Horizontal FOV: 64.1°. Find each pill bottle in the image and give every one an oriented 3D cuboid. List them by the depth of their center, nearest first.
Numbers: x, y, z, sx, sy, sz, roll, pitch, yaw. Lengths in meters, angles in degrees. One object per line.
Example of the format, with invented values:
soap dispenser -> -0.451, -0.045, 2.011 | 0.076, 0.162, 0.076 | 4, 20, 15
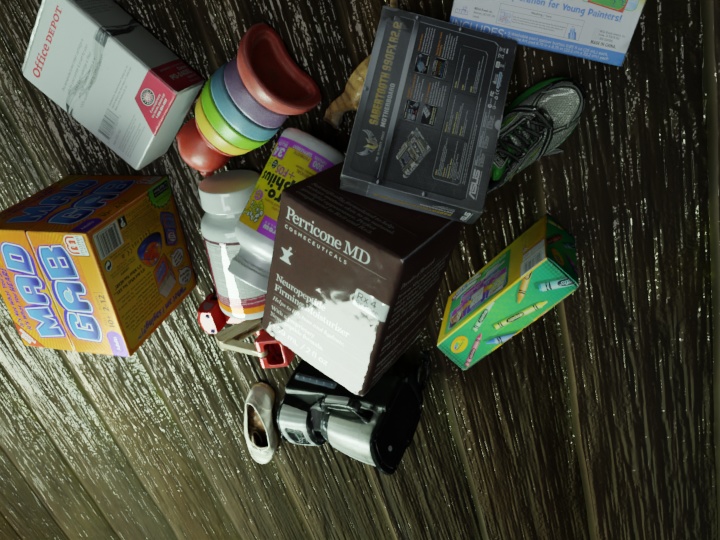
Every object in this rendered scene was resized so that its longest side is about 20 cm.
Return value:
pill bottle -> -0.098, -0.074, 0.756 | 0.103, 0.104, 0.202 | 27, 91, 0
pill bottle -> -0.175, -0.038, 0.855 | 0.108, 0.110, 0.203 | 4, 121, 16

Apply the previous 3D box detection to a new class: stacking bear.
stacking bear -> -0.168, -0.203, 0.761 | 0.199, 0.114, 0.122 | -31, 107, 35

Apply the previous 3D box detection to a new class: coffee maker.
coffee maker -> -0.009, 0.213, 0.934 | 0.197, 0.192, 0.137 | 7, 117, 34

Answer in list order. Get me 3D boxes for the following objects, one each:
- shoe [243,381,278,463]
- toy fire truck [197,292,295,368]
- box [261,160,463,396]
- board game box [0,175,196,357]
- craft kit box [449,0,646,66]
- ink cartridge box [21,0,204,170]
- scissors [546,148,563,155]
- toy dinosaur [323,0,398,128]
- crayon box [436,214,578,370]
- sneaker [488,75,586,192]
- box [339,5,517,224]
shoe -> -0.197, 0.304, 1.100 | 0.069, 0.054, 0.203 | 11, 122, 11
toy fire truck -> -0.185, 0.090, 0.915 | 0.196, 0.142, 0.049 | -1, 120, 18
box -> 0.000, 0.000, 0.697 | 0.164, 0.164, 0.202 | 30, 127, 21
board game box -> -0.408, -0.016, 0.890 | 0.196, 0.201, 0.203 | 3, 121, 16
craft kit box -> 0.207, -0.336, 0.593 | 0.197, 0.049, 0.200 | 16, 126, 8
ink cartridge box -> -0.338, -0.265, 0.789 | 0.199, 0.084, 0.145 | 40, 124, -8
scissors -> 0.155, -0.139, 0.746 | 0.196, 0.014, 0.074 | 10, 115, 9
toy dinosaur -> 0.019, -0.239, 0.702 | 0.106, 0.061, 0.201 | 37, 124, -4
crayon box -> 0.194, 0.030, 0.770 | 0.058, 0.119, 0.200 | 39, 124, -8
sneaker -> 0.182, -0.144, 0.682 | 0.078, 0.085, 0.200 | 45, 115, -7
box -> 0.074, -0.169, 0.631 | 0.156, 0.048, 0.204 | 13, 80, -1
